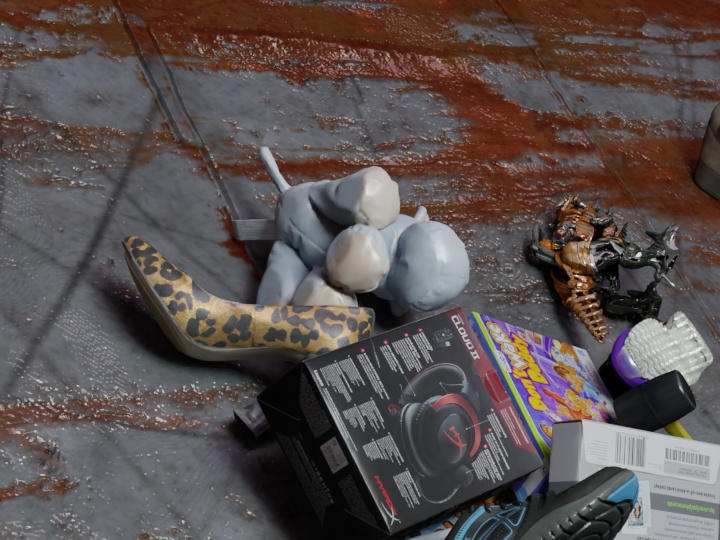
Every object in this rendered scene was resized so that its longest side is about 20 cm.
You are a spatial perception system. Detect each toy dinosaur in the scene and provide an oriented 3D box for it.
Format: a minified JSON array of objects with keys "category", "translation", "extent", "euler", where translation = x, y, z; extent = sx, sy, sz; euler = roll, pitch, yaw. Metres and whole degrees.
[{"category":"toy dinosaur","translation":[0.229,0.003,1.903],"extent":[0.135,0.102,0.200],"euler":[10,59,-4]}]

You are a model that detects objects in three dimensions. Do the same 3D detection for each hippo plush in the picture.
[{"category":"hippo plush","translation":[0.000,0.000,1.720],"extent":[0.161,0.160,0.200],"euler":[25,-8,-37]}]

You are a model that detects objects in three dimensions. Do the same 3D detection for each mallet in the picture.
[{"category":"mallet","translation":[0.277,0.158,1.719],"extent":[0.200,0.066,0.041],"euler":[57,15,-46]}]

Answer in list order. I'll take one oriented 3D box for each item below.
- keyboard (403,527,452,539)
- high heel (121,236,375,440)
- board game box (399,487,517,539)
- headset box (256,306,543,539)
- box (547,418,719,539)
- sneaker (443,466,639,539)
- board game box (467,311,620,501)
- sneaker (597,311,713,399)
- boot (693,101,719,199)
[{"category":"keyboard","translation":[0.009,0.239,1.503],"extent":[0.200,0.011,0.056],"euler":[-10,53,-27]},{"category":"high heel","translation":[-0.090,0.021,1.609],"extent":[0.143,0.071,0.200],"euler":[-38,84,-12]},{"category":"board game box","translation":[0.130,0.222,1.614],"extent":[0.135,0.034,0.200],"euler":[43,39,14]},{"category":"headset box","translation":[0.040,0.123,1.543],"extent":[0.200,0.075,0.149],"euler":[-19,76,-43]},{"category":"box","translation":[0.216,0.228,1.565],"extent":[0.156,0.041,0.200],"euler":[12,75,-33]},{"category":"sneaker","translation":[0.117,0.197,1.483],"extent":[0.200,0.073,0.082],"euler":[-31,51,-9]},{"category":"board game box","translation":[0.166,0.131,1.671],"extent":[0.134,0.045,0.200],"euler":[18,30,-33]},{"category":"sneaker","translation":[0.249,0.094,1.771],"extent":[0.070,0.099,0.200],"euler":[59,21,11]},{"category":"boot","translation":[0.460,-0.115,2.118],"extent":[0.200,0.146,0.070],"euler":[28,36,-6]}]
